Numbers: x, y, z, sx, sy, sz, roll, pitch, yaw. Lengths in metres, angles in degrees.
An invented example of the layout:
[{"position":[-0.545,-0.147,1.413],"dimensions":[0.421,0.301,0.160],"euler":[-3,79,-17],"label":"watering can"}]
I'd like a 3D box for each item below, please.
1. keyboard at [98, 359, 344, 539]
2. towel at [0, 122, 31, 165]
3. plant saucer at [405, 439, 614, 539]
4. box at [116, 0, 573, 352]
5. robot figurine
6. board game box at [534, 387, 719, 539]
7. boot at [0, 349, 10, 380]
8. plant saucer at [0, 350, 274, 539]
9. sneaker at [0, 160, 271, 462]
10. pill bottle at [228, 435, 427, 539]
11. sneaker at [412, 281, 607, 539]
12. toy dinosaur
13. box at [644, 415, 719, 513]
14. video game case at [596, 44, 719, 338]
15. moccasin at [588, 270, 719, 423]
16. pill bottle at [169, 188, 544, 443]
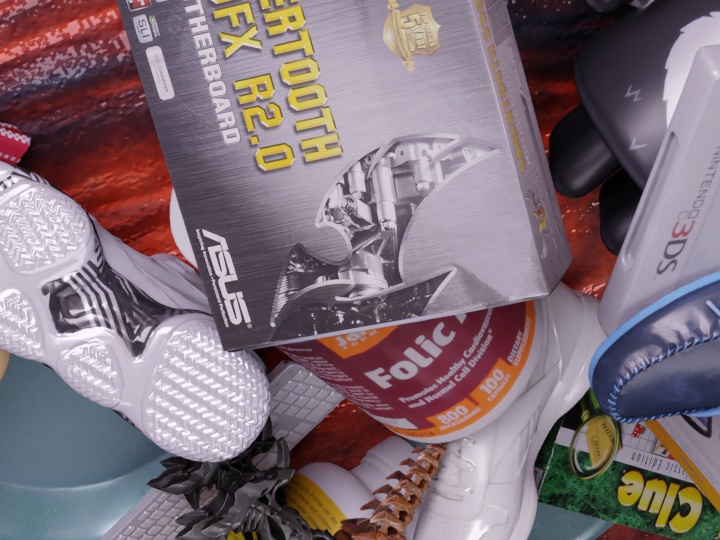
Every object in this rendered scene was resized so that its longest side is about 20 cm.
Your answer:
[{"position":[-0.083,0.118,1.209],"dimensions":[0.056,0.011,0.200],"euler":[22,124,-41],"label":"keyboard"},{"position":[-0.264,-0.015,1.021],"dimensions":[0.144,0.023,0.200],"euler":[16,127,-37],"label":"towel"},{"position":[0.107,0.140,1.354],"dimensions":[0.200,0.039,0.202],"euler":[-13,140,-12],"label":"plant saucer"},{"position":[-0.010,-0.075,0.922],"dimensions":[0.158,0.048,0.201],"euler":[-9,105,24],"label":"box"},{"position":[0.185,-0.093,1.058],"dimensions":[0.200,0.125,0.150],"euler":[-37,144,19],"label":"robot figurine"},{"position":[0.187,0.110,1.330],"dimensions":[0.199,0.023,0.105],"euler":[18,94,-38],"label":"board game box"},{"position":[-0.280,0.072,1.038],"dimensions":[0.154,0.072,0.200],"euler":[19,120,-39],"label":"boot"},{"position":[-0.146,0.081,1.173],"dimensions":[0.199,0.036,0.201],"euler":[-13,139,-12],"label":"plant saucer"},{"position":[-0.131,0.013,1.033],"dimensions":[0.200,0.115,0.075],"euler":[38,92,-8],"label":"sneaker"},{"position":[-0.039,0.181,1.249],"dimensions":[0.200,0.104,0.105],"euler":[-35,144,-17],"label":"pill bottle"},{"position":[0.062,0.088,1.202],"dimensions":[0.099,0.075,0.201],"euler":[32,74,-34],"label":"sneaker"},{"position":[-0.044,0.155,1.158],"dimensions":[0.200,0.102,0.136],"euler":[-45,113,-25],"label":"toy dinosaur"},{"position":[0.207,0.057,1.184],"dimensions":[0.041,0.119,0.200],"euler":[-27,150,-20],"label":"box"},{"position":[0.225,-0.043,1.021],"dimensions":[0.199,0.022,0.183],"euler":[-8,141,-19],"label":"video game case"},{"position":[0.210,0.033,1.034],"dimensions":[0.199,0.068,0.081],"euler":[-21,144,-2],"label":"moccasin"},{"position":[0.000,0.000,1.086],"dimensions":[0.114,0.115,0.200],"euler":[-35,140,15],"label":"pill bottle"}]
